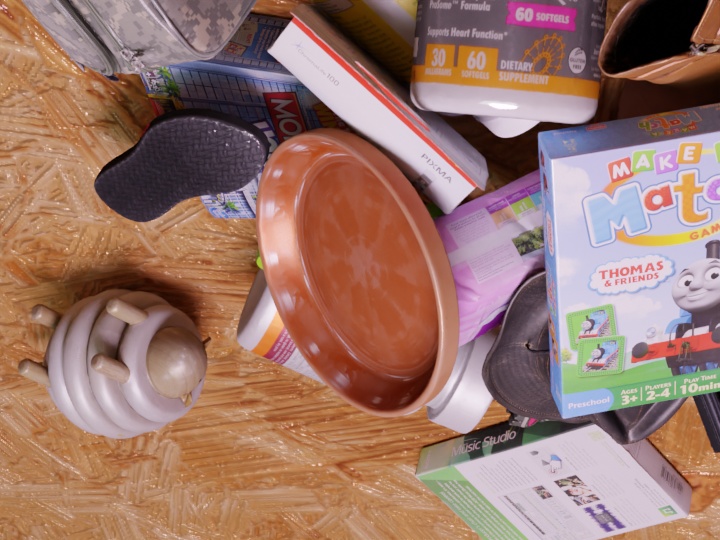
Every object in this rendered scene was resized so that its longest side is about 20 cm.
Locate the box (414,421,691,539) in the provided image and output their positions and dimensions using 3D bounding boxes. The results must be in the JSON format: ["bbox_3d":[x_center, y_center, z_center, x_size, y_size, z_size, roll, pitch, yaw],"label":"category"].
[{"bbox_3d":[0.168,0.185,1.683,0.199,0.036,0.144,-21,127,34],"label":"box"}]

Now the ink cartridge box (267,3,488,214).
[{"bbox_3d":[0.009,-0.099,1.220,0.160,0.200,0.047,43,99,-3],"label":"ink cartridge box"}]

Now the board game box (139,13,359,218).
[{"bbox_3d":[-0.039,-0.106,1.401,0.199,0.062,0.200,1,137,19],"label":"board game box"}]

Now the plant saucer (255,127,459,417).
[{"bbox_3d":[0.000,0.000,1.294,0.200,0.032,0.201,31,132,42],"label":"plant saucer"}]

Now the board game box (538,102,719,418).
[{"bbox_3d":[0.190,-0.006,1.195,0.150,0.037,0.201,-10,125,-3],"label":"board game box"}]

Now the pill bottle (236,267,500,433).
[{"bbox_3d":[0.011,0.048,1.521,0.199,0.110,0.110,24,139,-9],"label":"pill bottle"}]

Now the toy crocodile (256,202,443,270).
[{"bbox_3d":[0.020,-0.010,1.424,0.199,0.068,0.062,4,152,-26],"label":"toy crocodile"}]

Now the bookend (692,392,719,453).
[{"bbox_3d":[0.336,0.033,1.409,0.199,0.092,0.199,-6,135,23],"label":"bookend"}]

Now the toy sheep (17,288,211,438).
[{"bbox_3d":[-0.207,0.077,1.615,0.199,0.138,0.138,0,139,40],"label":"toy sheep"}]

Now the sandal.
[{"bbox_3d":[-0.129,-0.085,1.383,0.075,0.045,0.200,42,149,-19],"label":"sandal"}]

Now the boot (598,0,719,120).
[{"bbox_3d":[0.191,-0.128,1.160,0.077,0.155,0.200,51,130,10],"label":"boot"}]

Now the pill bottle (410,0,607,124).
[{"bbox_3d":[0.093,-0.191,1.148,0.116,0.116,0.201,5,95,12],"label":"pill bottle"}]

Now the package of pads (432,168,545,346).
[{"bbox_3d":[0.120,-0.019,1.339,0.076,0.199,0.121,60,163,14],"label":"package of pads"}]

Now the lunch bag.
[{"bbox_3d":[-0.174,-0.226,1.261,0.167,0.140,0.200,-1,139,43],"label":"lunch bag"}]

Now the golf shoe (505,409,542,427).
[{"bbox_3d":[0.173,0.049,1.513,0.088,0.077,0.200,2,144,-14],"label":"golf shoe"}]

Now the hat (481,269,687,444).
[{"bbox_3d":[0.182,0.065,1.314,0.200,0.081,0.201,-14,143,-11],"label":"hat"}]

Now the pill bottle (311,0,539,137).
[{"bbox_3d":[0.048,-0.177,1.254,0.200,0.110,0.109,40,134,-25],"label":"pill bottle"}]
